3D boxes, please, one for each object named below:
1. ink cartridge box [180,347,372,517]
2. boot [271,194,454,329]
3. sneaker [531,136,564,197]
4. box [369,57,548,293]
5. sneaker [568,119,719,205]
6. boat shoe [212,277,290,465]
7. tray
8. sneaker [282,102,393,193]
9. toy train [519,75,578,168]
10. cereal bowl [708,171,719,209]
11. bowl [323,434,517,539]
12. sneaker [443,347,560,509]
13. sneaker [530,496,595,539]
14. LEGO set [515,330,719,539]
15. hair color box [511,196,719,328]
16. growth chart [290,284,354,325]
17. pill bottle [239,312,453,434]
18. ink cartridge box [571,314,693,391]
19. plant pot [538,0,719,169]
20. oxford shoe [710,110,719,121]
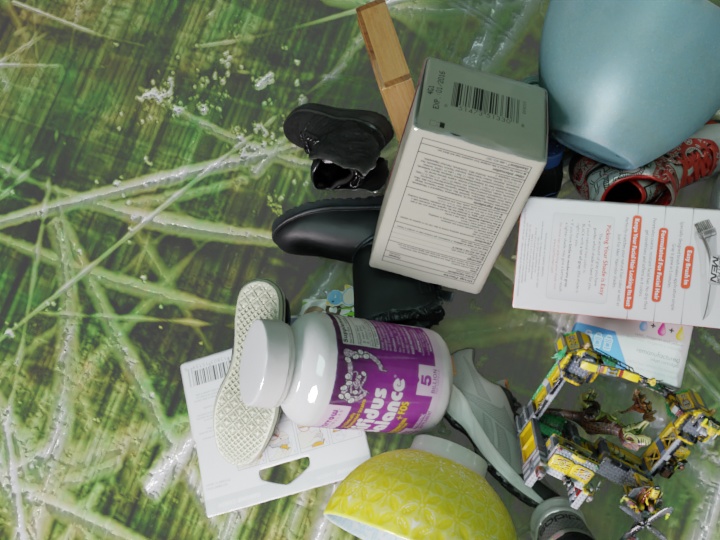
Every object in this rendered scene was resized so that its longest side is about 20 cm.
[{"bbox_3d":[-0.092,0.163,0.842,0.197,0.044,0.176,-17,73,6],"label":"ink cartridge box"},{"bbox_3d":[-0.001,0.001,0.852,0.195,0.074,0.165,-8,62,-1],"label":"boot"},{"bbox_3d":[0.144,-0.130,0.854,0.070,0.079,0.199,-25,40,-28],"label":"sneaker"},{"bbox_3d":[0.094,-0.089,0.753,0.126,0.201,0.110,14,51,-3],"label":"box"},{"bbox_3d":[0.332,-0.101,0.794,0.198,0.068,0.108,-9,30,3],"label":"sneaker"},{"bbox_3d":[-0.112,0.109,0.809,0.073,0.062,0.203,8,91,8],"label":"boat shoe"},{"bbox_3d":[0.041,-0.203,0.844,0.037,0.200,0.100,-18,73,6],"label":"tray"},{"bbox_3d":[-0.038,-0.140,0.876,0.198,0.060,0.105,10,54,38],"label":"sneaker"},{"bbox_3d":[0.261,-0.190,0.860,0.198,0.085,0.115,-29,81,4],"label":"toy train"},{"bbox_3d":[0.455,-0.051,0.771,0.197,0.083,0.203,-1,80,5],"label":"cereal bowl"},{"bbox_3d":[0.072,0.229,0.739,0.198,0.201,0.109,17,66,16],"label":"bowl"},{"bbox_3d":[0.149,0.168,0.795,0.079,0.074,0.201,-37,72,-5],"label":"sneaker"},{"bbox_3d":[0.208,0.327,0.713,0.073,0.087,0.203,-10,94,4],"label":"sneaker"},{"bbox_3d":[0.242,0.164,0.705,0.199,0.116,0.154,34,113,-9],"label":"LEGO set"},{"bbox_3d":[0.253,-0.011,0.735,0.197,0.064,0.113,6,96,13],"label":"hair color box"},{"bbox_3d":[-0.024,0.090,0.880,0.197,0.018,0.147,-13,73,8],"label":"growth chart"},{"bbox_3d":[-0.016,0.103,0.751,0.197,0.112,0.114,9,75,-24],"label":"pill bottle"},{"bbox_3d":[0.299,0.016,0.802,0.114,0.068,0.203,14,79,14],"label":"ink cartridge box"},{"bbox_3d":[0.254,-0.179,0.727,0.198,0.200,0.136,27,96,17],"label":"plant pot"},{"bbox_3d":[0.373,-0.241,0.849,0.070,0.074,0.202,-29,72,3],"label":"oxford shoe"}]
